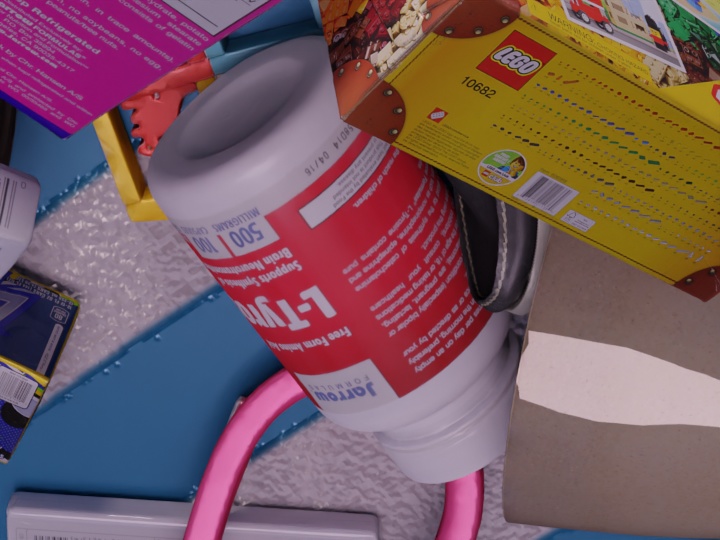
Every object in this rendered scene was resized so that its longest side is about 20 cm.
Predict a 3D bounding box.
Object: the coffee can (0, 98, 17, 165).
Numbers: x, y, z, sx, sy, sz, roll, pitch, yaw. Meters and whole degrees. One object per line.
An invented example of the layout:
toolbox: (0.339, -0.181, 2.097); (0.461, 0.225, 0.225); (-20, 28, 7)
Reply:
coffee can: (-0.267, -0.098, 0.953); (0.198, 0.147, 0.147); (-1, 117, 5)

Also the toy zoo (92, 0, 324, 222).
toy zoo: (-0.071, -0.102, 1.007); (0.130, 0.020, 0.201); (-13, 115, 10)

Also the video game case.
video game case: (-0.092, 0.208, 1.165); (0.198, 0.023, 0.183); (3, 117, 1)

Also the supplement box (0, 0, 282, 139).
supplement box: (-0.091, -0.142, 0.816); (0.103, 0.102, 0.200); (34, 149, -24)

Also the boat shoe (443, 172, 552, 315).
boat shoe: (0.041, -0.077, 0.939); (0.067, 0.072, 0.202); (-6, 82, -18)

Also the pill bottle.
pill bottle: (0.000, 0.000, 0.982); (0.112, 0.113, 0.200); (-29, 117, 17)

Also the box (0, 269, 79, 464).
box: (-0.245, 0.014, 1.047); (0.199, 0.070, 0.064); (26, 125, -9)

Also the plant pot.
plant pot: (0.182, 0.046, 0.947); (0.199, 0.187, 0.188); (14, 118, 12)

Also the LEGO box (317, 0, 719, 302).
LEGO box: (0.079, -0.095, 0.832); (0.199, 0.150, 0.077); (24, 129, -34)

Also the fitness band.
fitness band: (-0.016, 0.139, 1.086); (0.143, 0.037, 0.201); (19, 96, 4)

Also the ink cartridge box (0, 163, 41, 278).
ink cartridge box: (-0.268, -0.011, 0.913); (0.199, 0.041, 0.200); (22, 141, -24)
